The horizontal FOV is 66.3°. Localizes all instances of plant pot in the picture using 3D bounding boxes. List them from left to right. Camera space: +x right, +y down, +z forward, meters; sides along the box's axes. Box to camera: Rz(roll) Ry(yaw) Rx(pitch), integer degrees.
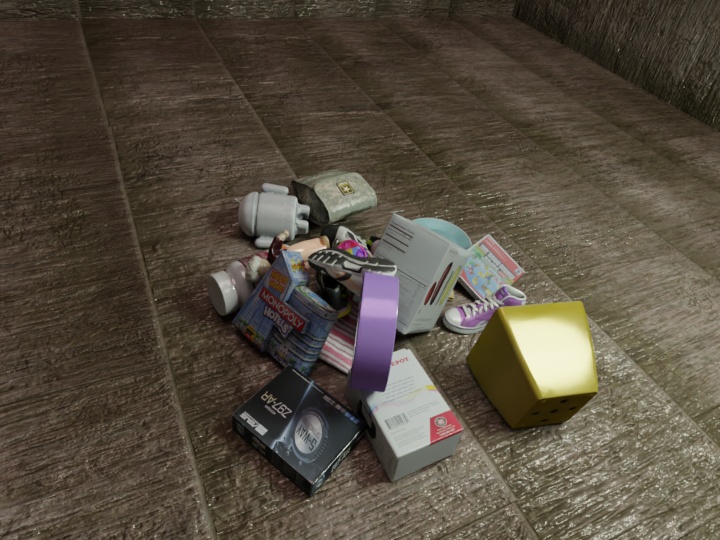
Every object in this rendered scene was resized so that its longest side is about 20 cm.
[{"bbox_3d":[0.353,0.198,1.099,0.195,0.202,0.179,-3,52,-15],"label":"plant pot"}]

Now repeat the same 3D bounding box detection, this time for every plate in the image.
[{"bbox_3d":[0.202,-0.074,1.482,0.194,0.026,0.203,6,40,-5],"label":"plate"}]

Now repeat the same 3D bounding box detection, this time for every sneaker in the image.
[{"bbox_3d":[-0.062,0.021,1.268,0.073,0.086,0.201,-15,35,-8],"label":"sneaker"},{"bbox_3d":[-0.031,-0.048,1.384,0.197,0.075,0.088,27,41,20],"label":"sneaker"},{"bbox_3d":[-0.023,0.010,1.099,0.196,0.082,0.074,16,32,27],"label":"sneaker"},{"bbox_3d":[0.081,-0.044,1.340,0.083,0.072,0.199,41,9,33],"label":"sneaker"},{"bbox_3d":[0.288,0.079,1.274,0.195,0.116,0.074,-4,43,-15],"label":"sneaker"}]

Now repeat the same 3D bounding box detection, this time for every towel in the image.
[{"bbox_3d":[-0.010,0.141,1.204,0.143,0.030,0.201,22,42,15],"label":"towel"}]

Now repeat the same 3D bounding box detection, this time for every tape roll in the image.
[{"bbox_3d":[0.024,0.109,0.982,0.064,0.204,0.203,8,39,-1],"label":"tape roll"}]

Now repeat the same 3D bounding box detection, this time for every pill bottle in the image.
[{"bbox_3d":[-0.234,0.022,1.231,0.197,0.111,0.109,-23,49,-33],"label":"pill bottle"}]

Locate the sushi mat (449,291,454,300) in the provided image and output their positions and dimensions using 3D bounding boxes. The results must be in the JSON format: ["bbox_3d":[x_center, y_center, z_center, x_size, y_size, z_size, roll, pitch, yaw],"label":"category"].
[{"bbox_3d":[0.188,0.002,1.419,0.093,0.012,0.202,6,40,-2],"label":"sushi mat"}]

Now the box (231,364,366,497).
[{"bbox_3d":[-0.111,0.283,1.005,0.198,0.044,0.159,32,44,23],"label":"box"}]

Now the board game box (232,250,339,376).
[{"bbox_3d":[-0.146,0.075,1.116,0.198,0.203,0.061,35,18,28],"label":"board game box"}]

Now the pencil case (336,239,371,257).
[{"bbox_3d":[0.000,0.000,1.236,0.086,0.200,0.091,-4,76,15],"label":"pencil case"}]

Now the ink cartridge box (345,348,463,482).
[{"bbox_3d":[0.076,0.264,1.036,0.143,0.084,0.201,-13,45,-23],"label":"ink cartridge box"}]

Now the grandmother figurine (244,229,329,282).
[{"bbox_3d":[-0.157,-0.024,1.184,0.197,0.124,0.060,-19,10,-31],"label":"grandmother figurine"}]

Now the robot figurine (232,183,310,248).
[{"bbox_3d":[-0.229,-0.140,1.417,0.194,0.113,0.174,5,73,-6],"label":"robot figurine"}]

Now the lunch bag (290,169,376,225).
[{"bbox_3d":[-0.070,-0.197,1.481,0.161,0.121,0.198,-21,29,-31],"label":"lunch bag"}]

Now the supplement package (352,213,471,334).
[{"bbox_3d":[0.116,0.011,1.193,0.145,0.204,0.190,30,10,23],"label":"supplement package"}]

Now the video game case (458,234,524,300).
[{"bbox_3d":[0.325,-0.002,1.419,0.198,0.018,0.143,-32,74,-38],"label":"video game case"}]
